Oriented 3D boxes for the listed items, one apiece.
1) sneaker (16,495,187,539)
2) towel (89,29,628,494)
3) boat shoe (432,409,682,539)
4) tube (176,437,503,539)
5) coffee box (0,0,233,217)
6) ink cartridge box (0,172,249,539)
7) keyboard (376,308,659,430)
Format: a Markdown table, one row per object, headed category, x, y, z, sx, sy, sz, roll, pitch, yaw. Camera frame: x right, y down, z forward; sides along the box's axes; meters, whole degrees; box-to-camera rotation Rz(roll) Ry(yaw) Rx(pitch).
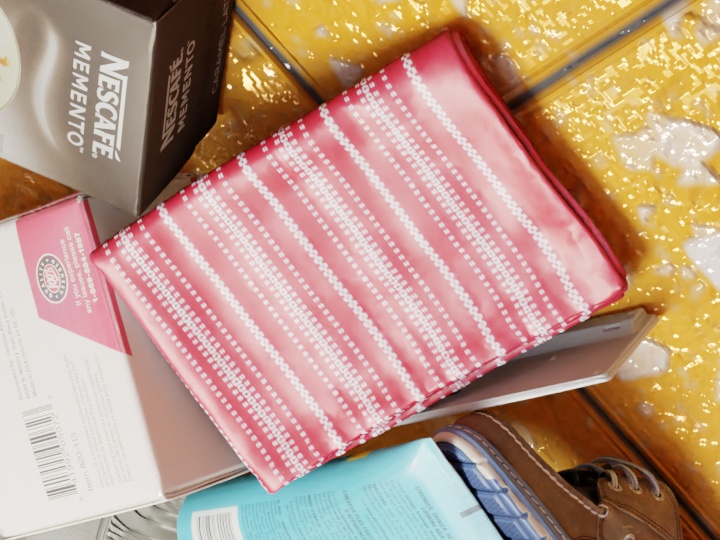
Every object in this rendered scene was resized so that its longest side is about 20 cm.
| category | x | y | z | sx | sy | sz | roll | pitch | yaw |
| --- | --- | --- | --- | --- | --- | --- | --- | --- | --- |
| sneaker | -0.131 | 0.150 | 1.436 | 0.200 | 0.106 | 0.075 | -37 | 82 | 16 |
| towel | 0.000 | 0.000 | 1.202 | 0.200 | 0.022 | 0.145 | -31 | 105 | 17 |
| boat shoe | 0.107 | 0.124 | 1.256 | 0.200 | 0.072 | 0.072 | 50 | 159 | -27 |
| tube | -0.011 | 0.116 | 1.279 | 0.200 | 0.050 | 0.077 | -11 | 124 | 52 |
| coffee box | -0.162 | -0.123 | 1.213 | 0.200 | 0.080 | 0.114 | 23 | 134 | 14 |
| ink cartridge box | -0.155 | 0.048 | 1.314 | 0.200 | 0.083 | 0.147 | -16 | 90 | 40 |
| keyboard | 0.043 | 0.052 | 1.250 | 0.200 | 0.056 | 0.011 | -15 | 115 | 38 |
